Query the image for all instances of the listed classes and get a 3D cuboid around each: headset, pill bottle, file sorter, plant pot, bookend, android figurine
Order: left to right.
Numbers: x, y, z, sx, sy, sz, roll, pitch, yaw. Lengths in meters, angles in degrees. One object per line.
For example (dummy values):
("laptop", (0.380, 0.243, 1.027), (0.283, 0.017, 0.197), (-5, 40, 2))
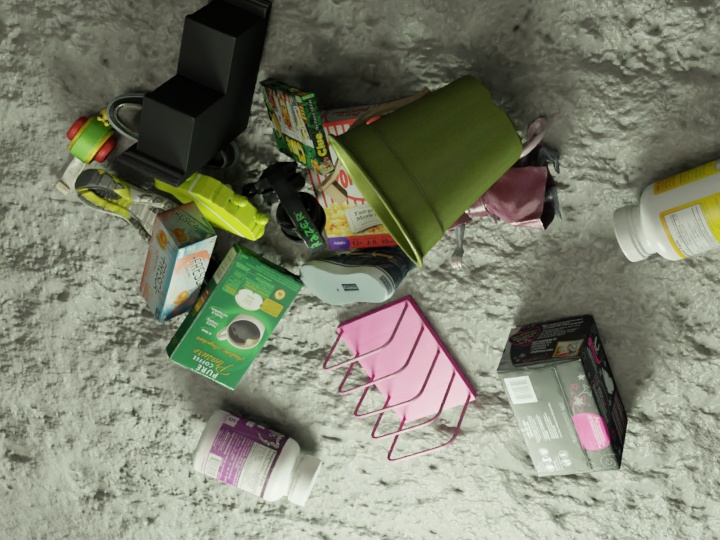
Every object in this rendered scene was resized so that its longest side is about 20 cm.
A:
("bookend", (-0.215, -0.246, 1.468), (0.092, 0.200, 0.199), (24, 128, 10))
("android figurine", (-0.209, -0.099, 1.600), (0.200, 0.041, 0.182), (16, 161, 48))
("pill bottle", (-0.171, 0.319, 1.886), (0.200, 0.112, 0.112), (22, 127, 4))
("headset", (-0.108, -0.091, 1.547), (0.094, 0.200, 0.124), (-29, 123, 0))
("file sorter", (0.055, 0.170, 1.697), (0.139, 0.125, 0.200), (-23, 112, 31))
("plant pot", (0.092, -0.140, 1.391), (0.190, 0.200, 0.200), (-36, 108, -1))
("pill bottle", (0.425, -0.076, 1.415), (0.200, 0.104, 0.104), (-20, 113, 30))

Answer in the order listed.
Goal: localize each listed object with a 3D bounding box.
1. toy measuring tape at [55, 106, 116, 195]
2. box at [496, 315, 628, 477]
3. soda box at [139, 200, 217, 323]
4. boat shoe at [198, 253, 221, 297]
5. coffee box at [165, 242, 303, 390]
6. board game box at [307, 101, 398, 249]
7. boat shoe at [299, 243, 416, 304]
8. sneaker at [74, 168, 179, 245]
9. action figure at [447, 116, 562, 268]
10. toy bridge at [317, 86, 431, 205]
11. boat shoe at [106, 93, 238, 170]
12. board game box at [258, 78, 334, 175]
("toy measuring tape", (-0.418, -0.170, 1.677), (0.074, 0.074, 0.200), (39, 126, -8))
("box", (0.294, 0.182, 1.627), (0.132, 0.115, 0.200), (-11, 117, 27))
("soda box", (-0.265, -0.010, 1.620), (0.068, 0.063, 0.200), (54, 147, 20))
("boat shoe", (-0.220, 0.024, 1.728), (0.200, 0.084, 0.069), (42, 123, -12))
("coffee box", (-0.190, 0.070, 1.686), (0.123, 0.044, 0.200), (28, 99, -29))
("board game box", (0.008, -0.129, 1.565), (0.151, 0.046, 0.200), (-4, 120, 22))
("boat shoe", (0.000, 0.000, 1.646), (0.200, 0.091, 0.071), (5, 128, 50))
("sneaker", (-0.328, -0.097, 1.688), (0.200, 0.085, 0.075), (33, 98, -8))
("action figure", (0.160, -0.099, 1.476), (0.200, 0.134, 0.149), (-6, 119, 20))
("toy bridge", (0.016, -0.170, 1.474), (0.200, 0.027, 0.067), (-41, 113, 16))
("boat shoe", (-0.268, -0.198, 1.594), (0.200, 0.071, 0.072), (20, 103, -1))
("board game box", (-0.086, -0.192, 1.477), (0.023, 0.200, 0.105), (-23, 110, -13))
